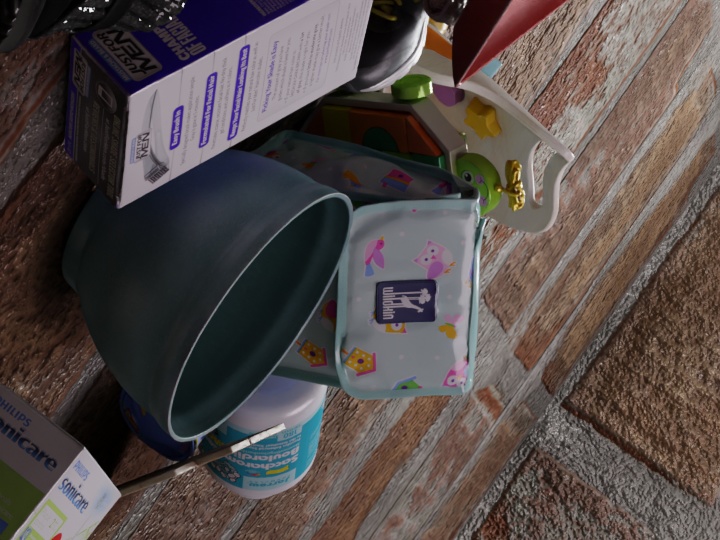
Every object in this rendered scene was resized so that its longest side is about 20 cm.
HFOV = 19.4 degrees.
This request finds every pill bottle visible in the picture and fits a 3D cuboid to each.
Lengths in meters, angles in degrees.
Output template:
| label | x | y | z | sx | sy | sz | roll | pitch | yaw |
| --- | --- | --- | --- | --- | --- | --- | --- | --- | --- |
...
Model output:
| label | x | y | z | sx | sy | sz | roll | pitch | yaw |
| --- | --- | --- | --- | --- | --- | --- | --- | --- | --- |
| pill bottle | -0.088 | 0.127 | 1.851 | 0.111 | 0.110 | 0.200 | -47 | 163 | -27 |

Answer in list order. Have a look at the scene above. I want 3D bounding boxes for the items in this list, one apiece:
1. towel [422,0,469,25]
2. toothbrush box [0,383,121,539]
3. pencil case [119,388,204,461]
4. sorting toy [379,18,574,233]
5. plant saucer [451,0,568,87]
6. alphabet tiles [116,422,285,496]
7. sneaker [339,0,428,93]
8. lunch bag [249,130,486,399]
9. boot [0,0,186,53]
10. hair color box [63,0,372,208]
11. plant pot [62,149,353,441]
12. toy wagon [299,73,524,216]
| label | x | y | z | sx | sy | sz | roll | pitch | yaw |
| --- | --- | --- | --- | --- | --- | --- | --- | --- | --- |
| towel | 0.105 | -0.272 | 1.559 | 0.132 | 0.034 | 0.202 | 10 | 94 | -61 |
| toothbrush box | -0.272 | 0.197 | 1.482 | 0.200 | 0.086 | 0.146 | -53 | 165 | -14 |
| pencil case | -0.108 | 0.063 | 1.716 | 0.200 | 0.078 | 0.087 | -47 | 170 | -29 |
| sorting toy | 0.096 | -0.113 | 1.777 | 0.107 | 0.180 | 0.201 | -46 | 163 | -29 |
| plant saucer | 0.148 | -0.228 | 1.469 | 0.199 | 0.037 | 0.200 | -39 | 176 | -17 |
| alphabet tiles | -0.162 | 0.164 | 1.680 | 0.199 | 0.008 | 0.167 | -22 | 178 | 24 |
| sneaker | 0.028 | -0.224 | 1.566 | 0.201 | 0.074 | 0.085 | -59 | 162 | -20 |
| lunch bag | 0.000 | 0.000 | 1.594 | 0.122 | 0.199 | 0.172 | -34 | 132 | -53 |
| boot | -0.125 | -0.203 | 1.082 | 0.157 | 0.080 | 0.211 | -21 | 154 | -53 |
| hair color box | -0.087 | -0.133 | 1.318 | 0.199 | 0.065 | 0.110 | -33 | 156 | -30 |
| plant pot | -0.117 | -0.003 | 1.436 | 0.201 | 0.134 | 0.201 | -50 | 164 | -20 |
| toy wagon | 0.037 | -0.074 | 1.634 | 0.039 | 0.199 | 0.156 | -28 | 119 | -43 |
